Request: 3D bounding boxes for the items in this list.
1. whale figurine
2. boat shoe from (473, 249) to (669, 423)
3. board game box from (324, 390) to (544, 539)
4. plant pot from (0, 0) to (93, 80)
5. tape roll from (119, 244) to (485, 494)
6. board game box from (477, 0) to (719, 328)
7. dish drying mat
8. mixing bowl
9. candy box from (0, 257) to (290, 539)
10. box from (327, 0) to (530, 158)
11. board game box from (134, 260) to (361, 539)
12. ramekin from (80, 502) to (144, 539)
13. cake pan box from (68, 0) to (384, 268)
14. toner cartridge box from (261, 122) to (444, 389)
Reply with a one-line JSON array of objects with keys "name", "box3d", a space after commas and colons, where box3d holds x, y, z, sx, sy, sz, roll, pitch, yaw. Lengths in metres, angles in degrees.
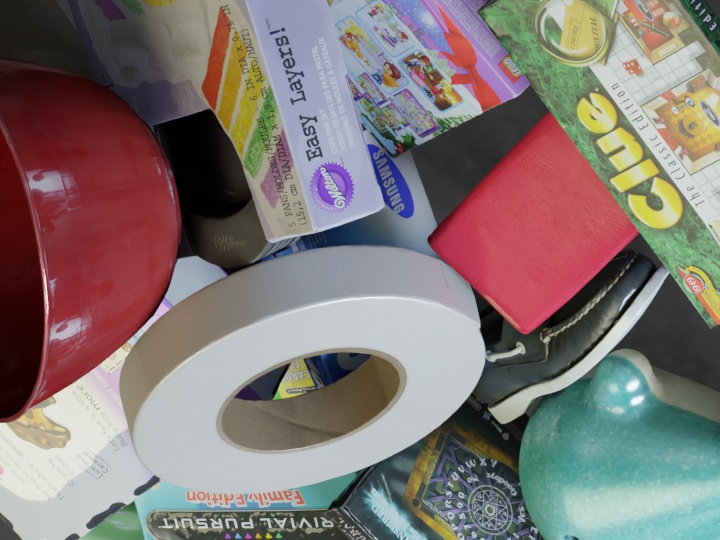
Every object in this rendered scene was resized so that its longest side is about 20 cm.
[{"name": "whale figurine", "box3d": [0.170, 0.117, 1.562, 0.200, 0.104, 0.159, -1, 129, 52]}, {"name": "boat shoe", "box3d": [0.102, 0.029, 1.559, 0.060, 0.076, 0.200, 44, 147, -2]}, {"name": "board game box", "box3d": [0.090, 0.168, 1.697, 0.200, 0.135, 0.028, 46, 151, -5]}, {"name": "plant pot", "box3d": [-0.244, -0.116, 1.677, 0.200, 0.200, 0.174, 112, 143, -60]}, {"name": "tape roll", "box3d": [-0.030, 0.057, 1.545, 0.203, 0.203, 0.037, 99, 157, -57]}, {"name": "board game box", "box3d": [0.153, -0.071, 1.376, 0.200, 0.023, 0.105, 52, 136, -8]}, {"name": "dish drying mat", "box3d": [0.113, -0.044, 1.450, 0.077, 0.018, 0.200, 43, 135, 0]}, {"name": "mixing bowl", "box3d": [-0.164, -0.027, 1.504, 0.200, 0.108, 0.200, 32, 128, 52]}, {"name": "candy box", "box3d": [-0.169, 0.053, 1.674, 0.200, 0.072, 0.168, -35, 104, 30]}, {"name": "box", "box3d": [-0.004, -0.158, 1.478, 0.200, 0.039, 0.137, 49, 152, -10]}, {"name": "board game box", "box3d": [-0.073, 0.087, 1.736, 0.151, 0.047, 0.200, -2, 119, 18]}, {"name": "ramekin", "box3d": [-0.144, 0.080, 1.844, 0.200, 0.098, 0.200, 9, 123, 14]}, {"name": "cake pan box", "box3d": [-0.077, -0.103, 1.485, 0.184, 0.052, 0.200, -7, 101, 60]}, {"name": "toner cartridge box", "box3d": [0.000, 0.000, 1.620, 0.043, 0.095, 0.200, 42, 160, 49]}]
